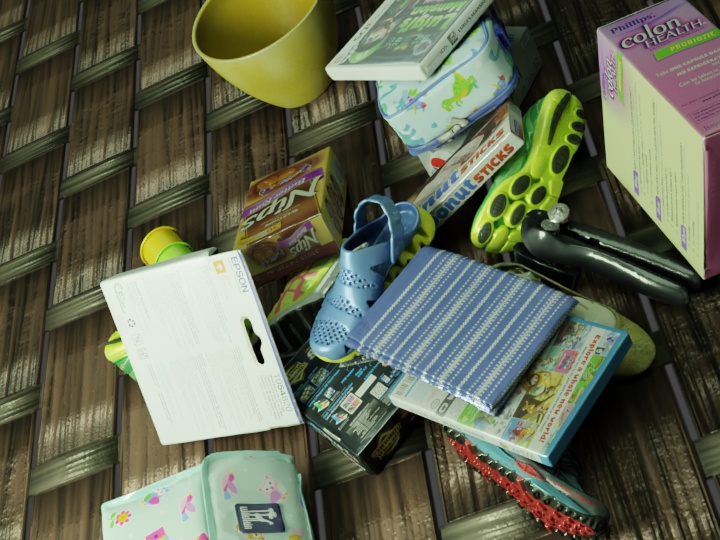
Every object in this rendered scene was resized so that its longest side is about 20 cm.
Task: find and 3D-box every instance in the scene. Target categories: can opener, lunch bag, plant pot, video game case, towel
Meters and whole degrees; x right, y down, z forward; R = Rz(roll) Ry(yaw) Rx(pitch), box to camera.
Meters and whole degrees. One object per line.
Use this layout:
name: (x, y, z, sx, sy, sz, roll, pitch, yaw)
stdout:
can opener: (0.246, -0.014, 1.130, 0.198, 0.079, 0.064, 17, 52, 30)
lunch bag: (-0.137, 0.276, 1.081, 0.197, 0.123, 0.172, -22, 43, 2)
lunch bag: (0.097, -0.232, 1.279, 0.160, 0.082, 0.201, -34, 31, 19)
plant pot: (-0.109, -0.306, 1.523, 0.197, 0.142, 0.202, -16, 48, 18)
video game case: (0.136, 0.093, 1.050, 0.198, 0.018, 0.144, 15, 58, 46)
towel: (0.093, 0.052, 1.089, 0.198, 0.024, 0.145, 21, 62, 42)
video game case: (0.068, -0.287, 1.285, 0.182, 0.023, 0.199, -51, 30, -15)

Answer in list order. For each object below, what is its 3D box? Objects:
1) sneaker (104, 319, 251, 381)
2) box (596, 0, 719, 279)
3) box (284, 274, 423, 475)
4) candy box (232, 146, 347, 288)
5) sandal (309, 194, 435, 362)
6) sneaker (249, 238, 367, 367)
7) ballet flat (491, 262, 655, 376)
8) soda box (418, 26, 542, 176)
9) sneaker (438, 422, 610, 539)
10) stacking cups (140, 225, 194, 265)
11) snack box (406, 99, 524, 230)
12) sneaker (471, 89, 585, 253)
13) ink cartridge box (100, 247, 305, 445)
sneaker: (-0.201, 0.084, 1.299, 0.197, 0.084, 0.075, -11, 38, 30)
box: (0.320, -0.130, 1.087, 0.095, 0.177, 0.201, -22, 44, -5)
box: (0.020, 0.093, 1.186, 0.200, 0.046, 0.158, -49, 46, -13)
candy box: (-0.079, -0.066, 1.324, 0.115, 0.057, 0.201, -23, 26, 13)
sandal: (0.000, 0.000, 1.177, 0.079, 0.087, 0.202, 15, 69, 36)
sneaker: (-0.061, 0.038, 1.269, 0.200, 0.079, 0.090, -43, 37, -16)
ballet flat: (0.196, 0.044, 1.107, 0.199, 0.071, 0.071, 28, 71, 42)
soda box: (0.142, -0.198, 1.339, 0.068, 0.064, 0.202, 11, 61, 38)
sneaker: (0.160, 0.161, 1.025, 0.095, 0.080, 0.199, -44, 45, -11)
stacking cups: (-0.200, 0.020, 1.380, 0.060, 0.061, 0.200, -42, 50, -7)
snack box: (0.104, -0.098, 1.240, 0.200, 0.024, 0.072, -45, 23, 29)
sneaker: (0.181, -0.103, 1.237, 0.202, 0.074, 0.083, -59, 17, -14)
ink cartridge box: (-0.163, 0.080, 1.199, 0.197, 0.203, 0.041, -11, 14, 30)
